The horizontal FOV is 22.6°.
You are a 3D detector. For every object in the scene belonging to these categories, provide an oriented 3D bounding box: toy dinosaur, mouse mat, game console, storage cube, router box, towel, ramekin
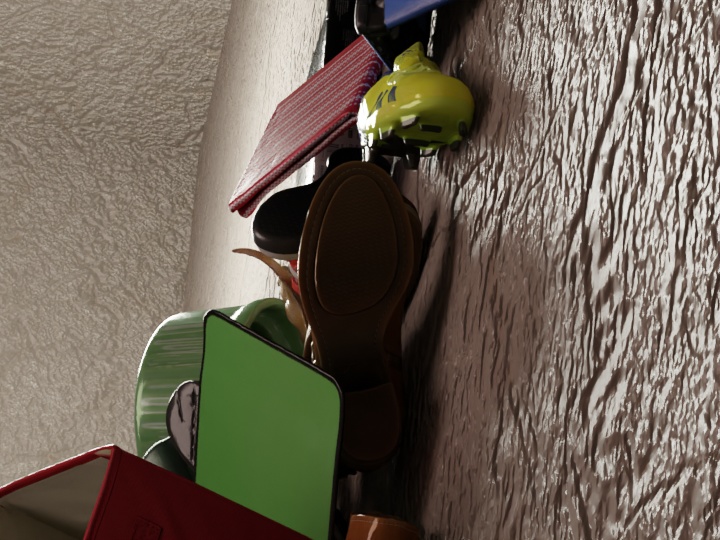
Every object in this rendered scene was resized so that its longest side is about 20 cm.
[{"bbox_3d":[-0.042,0.034,1.496,0.101,0.058,0.201,-90,-20,-57],"label":"toy dinosaur"},{"bbox_3d":[-0.065,0.140,1.199,0.161,0.007,0.201,26,116,47],"label":"mouse mat"},{"bbox_3d":[0.067,-0.252,1.291,0.171,0.118,0.201,42,-129,-63],"label":"game console"},{"bbox_3d":[-0.132,0.225,1.046,0.200,0.179,0.172,-26,42,51],"label":"storage cube"},{"bbox_3d":[-0.024,-0.126,1.632,0.149,0.051,0.201,113,163,-64],"label":"router box"},{"bbox_3d":[-0.032,-0.128,1.455,0.144,0.022,0.200,-37,17,27],"label":"towel"},{"bbox_3d":[-0.114,0.125,1.545,0.200,0.097,0.201,-2,-90,-70],"label":"ramekin"}]

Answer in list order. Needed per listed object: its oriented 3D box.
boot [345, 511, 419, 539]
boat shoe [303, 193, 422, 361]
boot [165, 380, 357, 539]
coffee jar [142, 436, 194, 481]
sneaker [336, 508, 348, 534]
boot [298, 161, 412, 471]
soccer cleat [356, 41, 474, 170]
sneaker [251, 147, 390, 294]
[{"bbox_3d":[0.011,0.226,1.070,0.200,0.076,0.156,160,123,-86],"label":"boot"},{"bbox_3d":[0.000,0.000,1.321,0.200,0.072,0.072,106,172,-51],"label":"boat shoe"},{"bbox_3d":[-0.033,0.153,1.308,0.204,0.153,0.074,49,117,22],"label":"boot"},{"bbox_3d":[-0.095,0.220,1.321,0.200,0.085,0.105,52,126,31],"label":"coffee jar"},{"bbox_3d":[-0.035,0.191,1.400,0.201,0.074,0.088,-106,34,-44],"label":"sneaker"},{"bbox_3d":[-0.002,0.035,1.225,0.155,0.076,0.201,126,135,-85],"label":"boot"},{"bbox_3d":[0.034,-0.118,1.219,0.200,0.064,0.084,162,115,-81],"label":"soccer cleat"},{"bbox_3d":[-0.032,-0.015,1.398,0.201,0.067,0.109,-47,-30,-61],"label":"sneaker"}]
